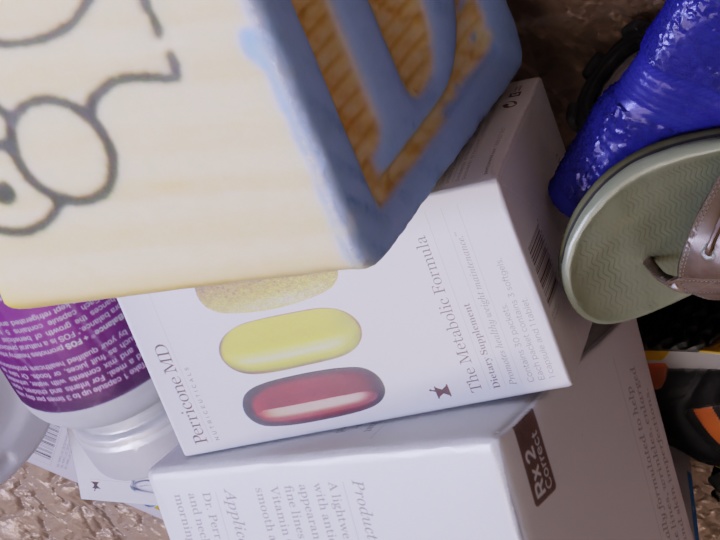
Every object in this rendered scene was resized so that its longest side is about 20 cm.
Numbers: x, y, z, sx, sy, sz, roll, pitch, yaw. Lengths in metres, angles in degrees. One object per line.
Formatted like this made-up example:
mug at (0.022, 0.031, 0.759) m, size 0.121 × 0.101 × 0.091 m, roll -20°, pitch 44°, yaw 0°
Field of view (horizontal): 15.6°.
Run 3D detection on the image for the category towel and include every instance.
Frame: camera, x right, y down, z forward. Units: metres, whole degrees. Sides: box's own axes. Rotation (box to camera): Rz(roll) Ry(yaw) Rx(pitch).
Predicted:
towel at (0.187, -0.081, 1.154) m, size 0.147 × 0.050 × 0.200 m, roll 19°, pitch 133°, yaw -11°

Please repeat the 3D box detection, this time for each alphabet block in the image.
alphabet block at (-0.073, -0.116, 1.170) m, size 0.200 × 0.196 × 0.196 m, roll -6°, pitch 118°, yaw 31°

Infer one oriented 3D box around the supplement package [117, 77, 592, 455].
supplement package at (0.000, 0.000, 1.240) m, size 0.200 × 0.110 × 0.114 m, roll -12°, pitch 115°, yaw 22°

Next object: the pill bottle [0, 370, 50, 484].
pill bottle at (-0.274, 0.042, 1.494) m, size 0.200 × 0.114 × 0.114 m, roll 28°, pitch 149°, yaw 38°

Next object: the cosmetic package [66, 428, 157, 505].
cosmetic package at (-0.071, 0.065, 1.479) m, size 0.200 × 0.052 × 0.151 m, roll 3°, pitch 126°, yaw 16°

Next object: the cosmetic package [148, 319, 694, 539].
cosmetic package at (0.037, 0.129, 1.290) m, size 0.200 × 0.165 × 0.165 m, roll -6°, pitch 109°, yaw 31°

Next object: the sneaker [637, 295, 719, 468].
sneaker at (0.210, 0.066, 1.355) m, size 0.200 × 0.070 × 0.090 m, roll 12°, pitch 132°, yaw 23°

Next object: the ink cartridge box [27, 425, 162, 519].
ink cartridge box at (-0.136, 0.093, 1.586) m, size 0.200 × 0.042 × 0.119 m, roll 25°, pitch 139°, yaw 2°

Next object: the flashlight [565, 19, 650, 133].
flashlight at (0.193, -0.039, 1.260) m, size 0.200 × 0.068 × 0.068 m, roll 35°, pitch 120°, yaw -20°

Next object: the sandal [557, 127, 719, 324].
sandal at (0.175, -0.023, 1.135) m, size 0.201 × 0.057 × 0.080 m, roll -20°, pitch 127°, yaw 25°

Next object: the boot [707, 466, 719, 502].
boot at (0.233, 0.157, 1.461) m, size 0.138 × 0.078 × 0.200 m, roll 31°, pitch 127°, yaw -3°

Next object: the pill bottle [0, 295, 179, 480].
pill bottle at (-0.145, 0.008, 1.334) m, size 0.112 × 0.112 × 0.200 m, roll -6°, pitch 128°, yaw 31°

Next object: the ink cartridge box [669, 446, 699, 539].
ink cartridge box at (0.125, 0.167, 1.471) m, size 0.068 × 0.116 × 0.200 m, roll 6°, pitch 142°, yaw -10°
